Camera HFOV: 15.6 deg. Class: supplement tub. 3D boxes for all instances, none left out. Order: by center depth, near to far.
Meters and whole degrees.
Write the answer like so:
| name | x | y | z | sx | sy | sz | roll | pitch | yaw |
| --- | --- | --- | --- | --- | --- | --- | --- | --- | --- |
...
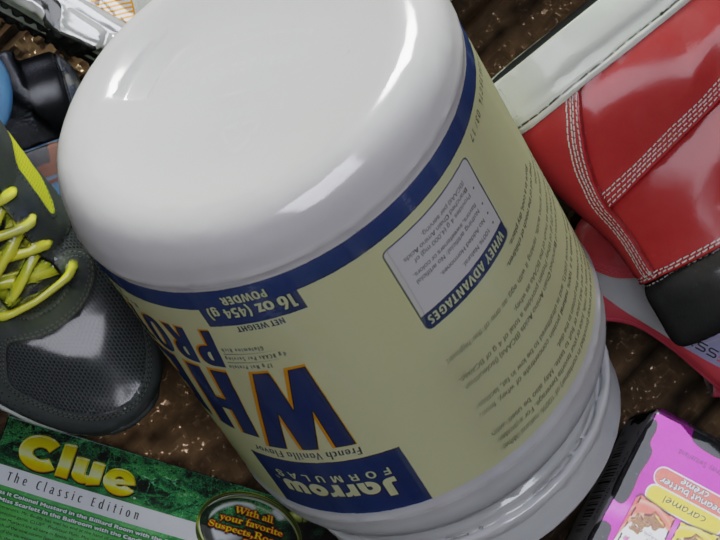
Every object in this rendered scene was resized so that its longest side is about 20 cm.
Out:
| name | x | y | z | sx | sy | sz | roll | pitch | yaw |
| --- | --- | --- | --- | --- | --- | --- | --- | --- | --- |
| supplement tub | 0.000 | 0.000 | 0.911 | 0.145 | 0.145 | 0.200 | -40 | 132 | -8 |

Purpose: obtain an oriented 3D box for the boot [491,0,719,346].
| name | x | y | z | sx | sy | sz | roll | pitch | yaw |
| --- | --- | --- | --- | --- | --- | --- | --- | --- | --- |
| boot | 0.161 | -0.071 | 0.951 | 0.200 | 0.072 | 0.144 | -40 | 94 | -5 |

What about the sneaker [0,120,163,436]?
| name | x | y | z | sx | sy | sz | roll | pitch | yaw |
| --- | --- | --- | --- | --- | --- | --- | --- | --- | --- |
| sneaker | -0.142 | -0.020 | 0.896 | 0.074 | 0.085 | 0.200 | -42 | 99 | -7 |

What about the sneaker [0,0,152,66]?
| name | x | y | z | sx | sy | sz | roll | pitch | yaw |
| --- | --- | --- | --- | --- | --- | --- | --- | --- | --- |
| sneaker | -0.100 | -0.119 | 0.952 | 0.200 | 0.074 | 0.080 | 28 | 85 | -19 |

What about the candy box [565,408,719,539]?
| name | x | y | z | sx | sy | sz | roll | pitch | yaw |
| --- | --- | --- | --- | --- | --- | --- | --- | --- | --- |
| candy box | 0.119 | 0.171 | 0.983 | 0.136 | 0.061 | 0.201 | 29 | 81 | -1 |

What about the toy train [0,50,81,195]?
| name | x | y | z | sx | sy | sz | roll | pitch | yaw |
| --- | --- | --- | --- | --- | --- | --- | --- | --- | --- |
| toy train | -0.189 | -0.012 | 0.972 | 0.199 | 0.087 | 0.115 | -20 | 91 | -7 |

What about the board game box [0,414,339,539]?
| name | x | y | z | sx | sy | sz | roll | pitch | yaw |
| --- | --- | --- | --- | --- | --- | --- | --- | --- | --- |
| board game box | -0.049 | 0.123 | 0.967 | 0.199 | 0.024 | 0.105 | 17 | 46 | -2 |

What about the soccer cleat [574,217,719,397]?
| name | x | y | z | sx | sy | sz | roll | pitch | yaw |
| --- | --- | --- | --- | --- | --- | --- | --- | --- | --- |
| soccer cleat | 0.172 | 0.026 | 1.009 | 0.199 | 0.068 | 0.073 | 24 | 101 | -2 |
